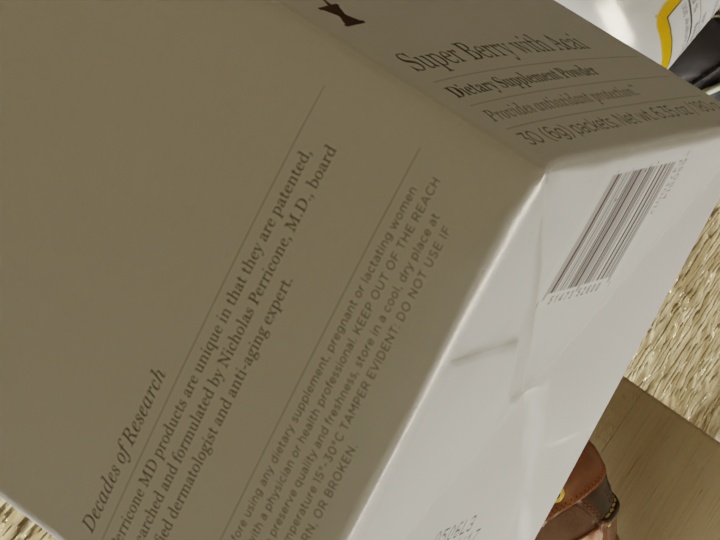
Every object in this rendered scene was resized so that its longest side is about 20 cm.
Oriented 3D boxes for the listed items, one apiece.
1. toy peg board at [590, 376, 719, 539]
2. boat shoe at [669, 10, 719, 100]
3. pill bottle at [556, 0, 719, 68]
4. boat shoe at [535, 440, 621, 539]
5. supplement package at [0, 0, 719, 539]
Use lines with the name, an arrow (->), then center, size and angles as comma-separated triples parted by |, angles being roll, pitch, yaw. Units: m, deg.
toy peg board -> 0.090, 0.156, 1.243 | 0.200, 0.199, 0.098 | -55, 176, -5
boat shoe -> 0.097, -0.017, 1.162 | 0.200, 0.063, 0.073 | -58, 161, 1
pill bottle -> 0.071, -0.114, 0.891 | 0.200, 0.104, 0.104 | -49, 159, -22
boat shoe -> -0.004, 0.102, 1.015 | 0.200, 0.072, 0.068 | -13, 110, -9
supplement package -> -0.044, -0.027, 0.601 | 0.121, 0.200, 0.120 | -15, 135, -63
